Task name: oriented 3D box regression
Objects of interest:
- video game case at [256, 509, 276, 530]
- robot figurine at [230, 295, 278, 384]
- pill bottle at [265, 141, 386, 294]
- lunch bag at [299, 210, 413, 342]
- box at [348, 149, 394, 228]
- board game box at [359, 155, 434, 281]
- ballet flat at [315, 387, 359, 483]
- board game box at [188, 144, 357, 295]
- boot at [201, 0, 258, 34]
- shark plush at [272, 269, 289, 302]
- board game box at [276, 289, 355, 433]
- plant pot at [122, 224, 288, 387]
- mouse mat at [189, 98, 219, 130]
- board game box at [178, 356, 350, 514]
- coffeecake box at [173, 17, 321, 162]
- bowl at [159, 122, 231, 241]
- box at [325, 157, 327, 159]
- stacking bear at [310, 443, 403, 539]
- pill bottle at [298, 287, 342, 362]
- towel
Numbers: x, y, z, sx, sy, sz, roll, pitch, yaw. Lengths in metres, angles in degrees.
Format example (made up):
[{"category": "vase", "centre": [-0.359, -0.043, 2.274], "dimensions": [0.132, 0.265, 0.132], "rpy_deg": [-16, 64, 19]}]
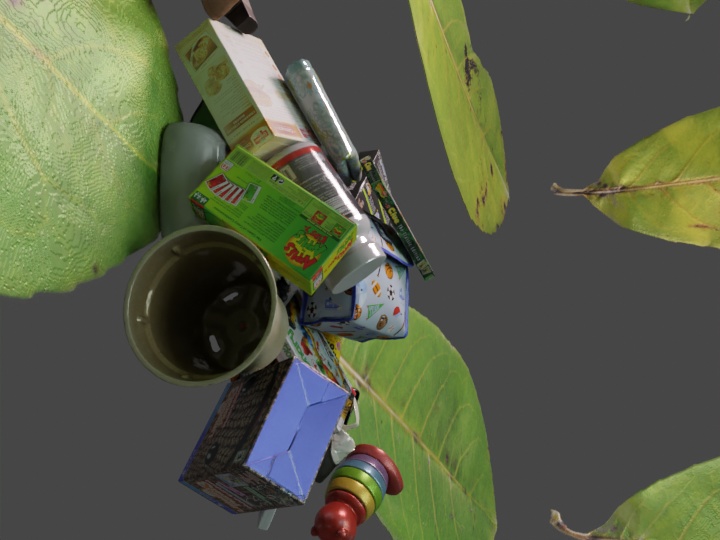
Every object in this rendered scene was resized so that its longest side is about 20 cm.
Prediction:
[{"category": "video game case", "centre": [-0.118, 0.265, 1.274], "dimensions": [0.200, 0.018, 0.144], "rpy_deg": [-92, -159, -61]}, {"category": "robot figurine", "centre": [-0.157, 0.115, 1.328], "dimensions": [0.145, 0.058, 0.201], "rpy_deg": [41, 48, -60]}, {"category": "pill bottle", "centre": [-0.058, -0.073, 1.218], "dimensions": [0.200, 0.116, 0.116], "rpy_deg": [55, 19, 11]}, {"category": "lunch bag", "centre": [0.000, 0.000, 1.346], "dimensions": [0.170, 0.123, 0.201], "rpy_deg": [25, 62, -54]}, {"category": "box", "centre": [0.019, -0.084, 1.531], "dimensions": [0.194, 0.047, 0.201], "rpy_deg": [-66, 145, -49]}, {"category": "board game box", "centre": [0.059, -0.085, 1.381], "dimensions": [0.200, 0.023, 0.105], "rpy_deg": [58, 4, -31]}, {"category": "ballet flat", "centre": [-0.041, 0.296, 1.573], "dimensions": [0.068, 0.068, 0.201], "rpy_deg": [62, 32, -47]}, {"category": "board game box", "centre": [-0.113, -0.068, 1.113], "dimensions": [0.102, 0.200, 0.048], "rpy_deg": [-51, 166, -20]}, {"category": "boot", "centre": [-0.215, -0.425, 1.213], "dimensions": [0.147, 0.070, 0.200], "rpy_deg": [57, 2, 17]}, {"category": "shark plush", "centre": [-0.128, -0.038, 1.219], "dimensions": [0.200, 0.091, 0.083], "rpy_deg": [58, 4, -38]}, {"category": "board game box", "centre": [-0.078, 0.141, 1.310], "dimensions": [0.201, 0.034, 0.126], "rpy_deg": [61, 19, -12]}, {"category": "plant pot", "centre": [-0.183, 0.061, 1.130], "dimensions": [0.184, 0.199, 0.202], "rpy_deg": [50, 39, -74]}, {"category": "mouse mat", "centre": [-0.204, -0.224, 1.344], "dimensions": [0.201, 0.007, 0.161], "rpy_deg": [-72, 149, -42]}, {"category": "board game box", "centre": [-0.129, 0.222, 1.124], "dimensions": [0.097, 0.200, 0.160], "rpy_deg": [37, 55, -19]}, {"category": "coffeecake box", "centre": [-0.161, -0.252, 1.250], "dimensions": [0.201, 0.073, 0.153], "rpy_deg": [60, 21, 10]}, {"category": "bowl", "centre": [-0.202, -0.107, 1.227], "dimensions": [0.200, 0.074, 0.201], "rpy_deg": [14, 74, -65]}, {"category": "box", "centre": [-0.075, -0.086, 1.500], "dimensions": [0.102, 0.112, 0.201], "rpy_deg": [-73, 151, -48]}, {"category": "stacking bear", "centre": [-0.017, 0.423, 1.567], "dimensions": [0.200, 0.121, 0.114], "rpy_deg": [-48, 133, -52]}, {"category": "pill bottle", "centre": [-0.084, 0.127, 1.449], "dimensions": [0.104, 0.104, 0.201], "rpy_deg": [53, 38, -54]}, {"category": "towel", "centre": [-0.053, -0.228, 1.353], "dimensions": [0.172, 0.048, 0.200], "rpy_deg": [60, 0, 7]}]
